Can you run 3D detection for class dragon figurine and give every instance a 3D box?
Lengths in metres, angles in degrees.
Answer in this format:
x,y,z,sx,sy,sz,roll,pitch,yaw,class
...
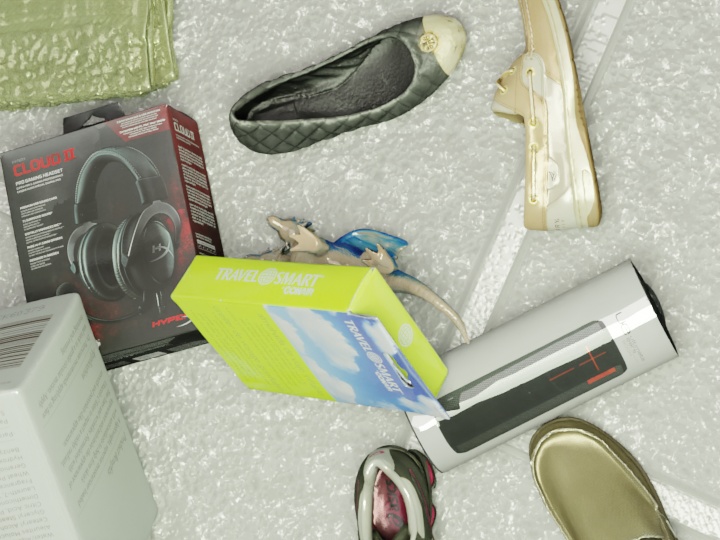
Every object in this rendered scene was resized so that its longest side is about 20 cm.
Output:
x,y,z,sx,sy,sz,roll,pitch,yaw,class
0.000,0.000,1.448,0.198,0.099,0.059,14,98,13,dragon figurine

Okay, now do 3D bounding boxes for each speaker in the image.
x,y,z,sx,sy,sz,roll,pitch,yaw,class
0.131,0.070,1.406,0.199,0.081,0.082,-27,76,9,speaker

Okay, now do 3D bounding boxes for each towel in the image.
x,y,z,sx,sy,sz,roll,pitch,yaw,class
-0.246,-0.204,1.570,0.198,0.036,0.150,-6,81,14,towel

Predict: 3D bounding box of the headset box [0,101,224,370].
x,y,z,sx,sy,sz,roll,pitch,yaw,class
-0.192,-0.030,1.509,0.148,0.077,0.202,-14,80,13,headset box

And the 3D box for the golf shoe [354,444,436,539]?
x,y,z,sx,sy,sz,roll,pitch,yaw,class
0.028,0.229,1.407,0.077,0.088,0.202,-14,80,11,golf shoe

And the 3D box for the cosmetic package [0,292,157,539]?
x,y,z,sx,sy,sz,roll,pitch,yaw,class
-0.269,0.152,1.417,0.164,0.165,0.201,-12,111,13,cosmetic package

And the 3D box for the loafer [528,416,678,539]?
x,y,z,sx,sy,sz,roll,pitch,yaw,class
0.190,0.190,1.378,0.076,0.067,0.200,-39,74,6,loafer

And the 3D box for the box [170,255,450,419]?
x,y,z,sx,sy,sz,roll,pitch,yaw,class
-0.029,0.046,1.385,0.199,0.122,0.048,5,54,40,box

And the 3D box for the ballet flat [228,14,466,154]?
x,y,z,sx,sy,sz,roll,pitch,yaw,class
-0.008,-0.142,1.485,0.199,0.057,0.067,-25,77,10,ballet flat

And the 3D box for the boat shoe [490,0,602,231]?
x,y,z,sx,sy,sz,roll,pitch,yaw,class
0.132,-0.127,1.437,0.069,0.074,0.202,-11,80,7,boat shoe
